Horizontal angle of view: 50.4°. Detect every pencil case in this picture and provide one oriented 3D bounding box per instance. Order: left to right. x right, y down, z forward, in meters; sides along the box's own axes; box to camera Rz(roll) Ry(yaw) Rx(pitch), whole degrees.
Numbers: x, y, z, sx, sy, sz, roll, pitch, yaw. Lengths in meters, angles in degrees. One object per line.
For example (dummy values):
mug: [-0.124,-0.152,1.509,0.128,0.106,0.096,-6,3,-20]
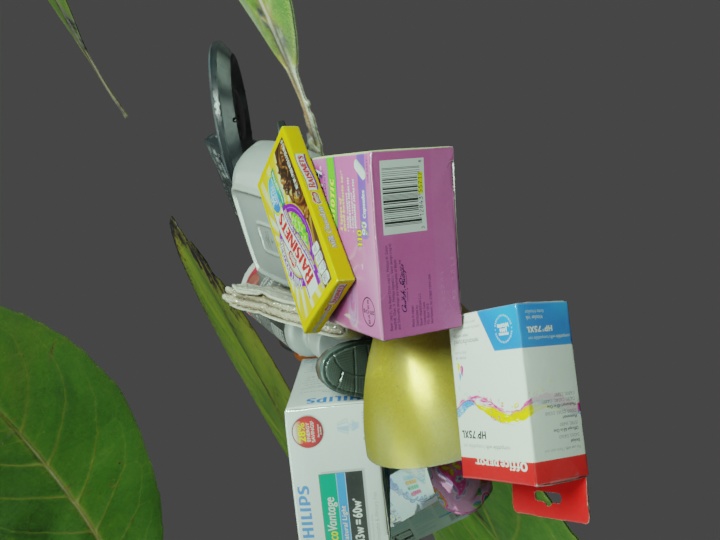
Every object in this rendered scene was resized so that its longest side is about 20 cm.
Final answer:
pencil case: [0.123,0.230,1.046,0.087,0.086,0.204,16,127,61]

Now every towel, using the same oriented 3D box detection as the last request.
towel: [-0.070,0.049,0.991,0.196,0.035,0.132,14,-175,27]

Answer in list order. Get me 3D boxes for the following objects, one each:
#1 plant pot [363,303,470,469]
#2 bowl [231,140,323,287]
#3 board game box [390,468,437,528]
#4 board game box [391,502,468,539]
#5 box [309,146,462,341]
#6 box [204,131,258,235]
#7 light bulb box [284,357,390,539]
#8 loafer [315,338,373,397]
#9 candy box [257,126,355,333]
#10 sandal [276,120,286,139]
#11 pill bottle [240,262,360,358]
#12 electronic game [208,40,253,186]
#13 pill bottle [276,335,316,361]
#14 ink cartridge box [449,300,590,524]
plant pot: [0.085,0.118,0.879,0.199,0.196,0.146,-3,102,68]
bowl: [-0.091,-0.057,0.988,0.198,0.074,0.204,21,133,46]
board game box: [0.061,0.264,1.171,0.198,0.043,0.202,-38,84,30]
board game box: [0.074,0.346,1.282,0.203,0.145,0.064,61,-170,-15]
box: [0.013,-0.035,0.815,0.199,0.095,0.181,-168,72,-64]
box: [-0.182,-0.131,1.305,0.157,0.051,0.203,31,148,52]
light bulb box: [-0.025,0.243,1.055,0.200,0.121,0.204,-82,-14,-78]
loafer: [0.024,0.119,0.983,0.062,0.196,0.074,1,94,59]
candy box: [-0.064,-0.045,0.828,0.103,0.026,0.203,-57,46,49]
sandal: [-0.078,-0.116,1.065,0.076,0.047,0.204,-98,-4,-59]
pill bottle: [-0.087,0.059,1.143,0.199,0.110,0.112,31,149,44]
electronic game: [-0.183,-0.215,1.071,0.200,0.041,0.205,-8,-90,-90]
pill bottle: [-0.116,0.074,1.384,0.106,0.105,0.203,36,152,45]
ink cartridge box: [0.151,0.139,0.739,0.116,0.066,0.205,-20,73,61]
